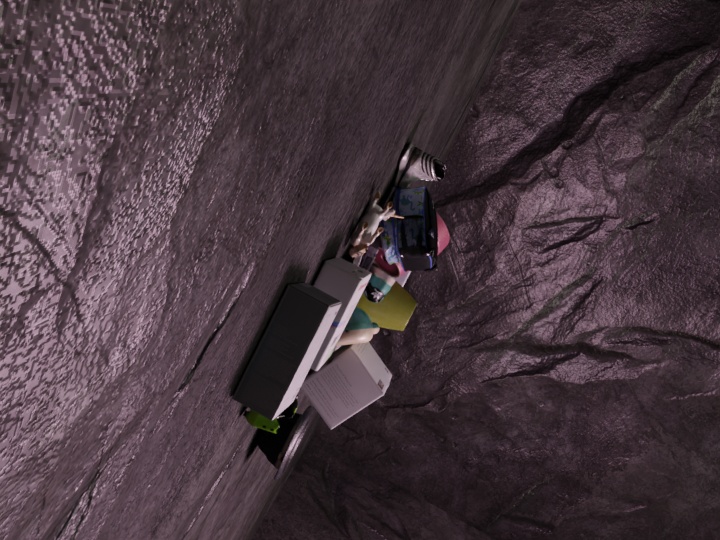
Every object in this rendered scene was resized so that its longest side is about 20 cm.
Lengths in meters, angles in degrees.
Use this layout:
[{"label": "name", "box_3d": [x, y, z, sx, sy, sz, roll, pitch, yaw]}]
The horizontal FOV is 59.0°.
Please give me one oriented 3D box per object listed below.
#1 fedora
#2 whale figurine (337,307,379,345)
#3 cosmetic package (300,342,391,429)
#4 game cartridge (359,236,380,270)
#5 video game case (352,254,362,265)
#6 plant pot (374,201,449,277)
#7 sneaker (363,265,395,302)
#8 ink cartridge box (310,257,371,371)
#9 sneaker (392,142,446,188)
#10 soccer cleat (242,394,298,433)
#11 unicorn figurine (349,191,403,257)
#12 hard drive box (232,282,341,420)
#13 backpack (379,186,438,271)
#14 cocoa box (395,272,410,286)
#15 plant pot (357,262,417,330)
[{"label": "fedora", "box_3d": [-0.193, 0.402, 1.549, 0.202, 0.091, 0.201, -62, 175, -10]}, {"label": "whale figurine", "box_3d": [-0.027, 0.152, 1.773, 0.200, 0.158, 0.105, 21, 62, -82]}, {"label": "cosmetic package", "box_3d": [-0.040, 0.319, 1.854, 0.199, 0.165, 0.165, -36, -178, 14]}, {"label": "game cartridge", "box_3d": [0.000, 0.000, 1.664, 0.130, 0.038, 0.201, -87, -161, -64]}, {"label": "video game case", "box_3d": [-0.016, -0.001, 1.499, 0.143, 0.017, 0.201, 110, -2, -52]}, {"label": "plant pot", "box_3d": [0.124, -0.085, 1.814, 0.179, 0.200, 0.200, -44, 169, -18]}, {"label": "sneaker", "box_3d": [0.034, 0.038, 1.642, 0.080, 0.071, 0.200, -55, -176, -2]}, {"label": "ink cartridge box", "box_3d": [-0.064, 0.080, 1.264, 0.201, 0.084, 0.145, -63, 175, 8]}, {"label": "sneaker", "box_3d": [0.150, -0.238, 1.607, 0.076, 0.115, 0.201, -61, 175, -15]}, {"label": "soccer cleat", "box_3d": [-0.148, 0.234, 1.217, 0.068, 0.081, 0.200, -66, 174, 35]}, {"label": "unicorn figurine", "box_3d": [0.030, -0.108, 1.398, 0.200, 0.074, 0.137, -45, 177, -24]}, {"label": "hard drive box", "box_3d": [-0.115, 0.127, 1.049, 0.201, 0.076, 0.156, -63, 175, 1]}, {"label": "backpack", "box_3d": [0.124, -0.111, 1.640, 0.183, 0.146, 0.202, 53, 37, -72]}, {"label": "cocoa box", "box_3d": [0.081, 0.035, 2.167, 0.201, 0.133, 0.131, -61, 175, -14]}, {"label": "plant pot", "box_3d": [0.059, 0.088, 1.867, 0.188, 0.199, 0.187, -62, 175, -10]}]
